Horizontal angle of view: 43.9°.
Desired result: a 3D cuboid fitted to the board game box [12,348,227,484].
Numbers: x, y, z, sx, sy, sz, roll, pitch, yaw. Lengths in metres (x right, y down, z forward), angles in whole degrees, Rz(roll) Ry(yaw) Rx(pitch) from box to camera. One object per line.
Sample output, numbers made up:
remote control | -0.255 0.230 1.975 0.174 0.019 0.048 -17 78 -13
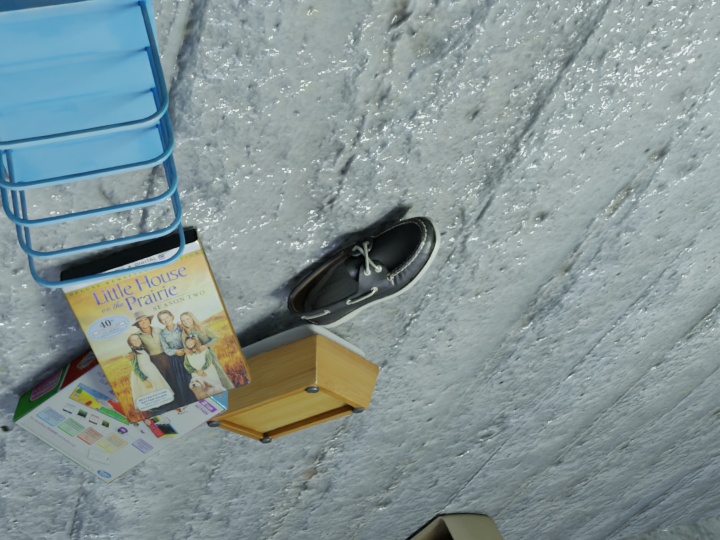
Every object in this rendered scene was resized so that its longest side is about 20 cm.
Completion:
board game box | -0.279 0.157 1.049 0.199 0.040 0.153 -32 124 17

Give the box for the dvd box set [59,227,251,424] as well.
dvd box set | -0.210 0.063 0.944 0.145 0.029 0.201 -18 126 -6

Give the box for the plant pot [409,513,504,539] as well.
plant pot | 0.232 0.659 1.994 0.176 0.201 0.200 -5 146 -42

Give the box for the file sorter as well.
file sorter | -0.209 -0.093 0.677 0.138 0.123 0.200 -13 153 -14

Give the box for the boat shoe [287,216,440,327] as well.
boat shoe | 0.000 0.000 1.000 0.199 0.074 0.060 -31 152 30

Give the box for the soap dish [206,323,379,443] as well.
soap dish | -0.095 0.148 1.122 0.199 0.082 0.157 -21 150 22
